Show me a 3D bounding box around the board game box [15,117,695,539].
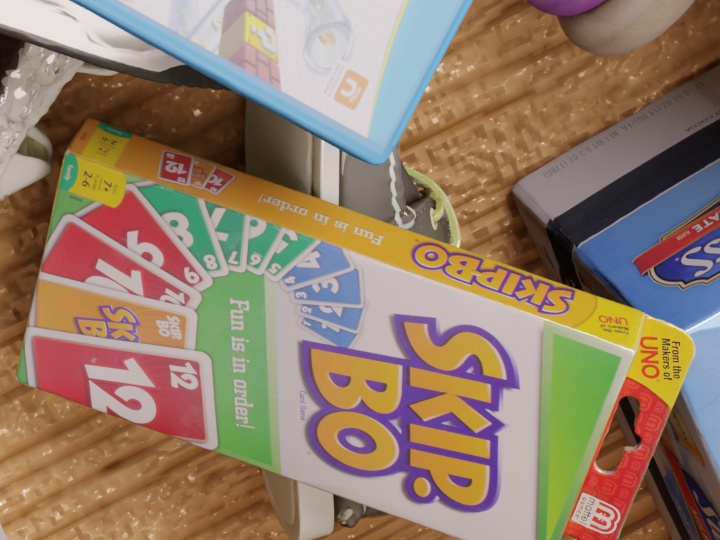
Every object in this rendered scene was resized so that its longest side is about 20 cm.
[{"bbox_3d":[-0.004,0.027,0.877,0.200,0.030,0.096,18,127,1],"label":"board game box"}]

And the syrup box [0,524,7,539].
[{"bbox_3d":[-0.199,0.049,0.870,0.081,0.079,0.200,-42,121,3],"label":"syrup box"}]

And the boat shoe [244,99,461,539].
[{"bbox_3d":[-0.001,-0.002,0.924,0.060,0.072,0.202,-9,124,-16],"label":"boat shoe"}]

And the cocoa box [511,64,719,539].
[{"bbox_3d":[0.164,0.040,0.967,0.133,0.131,0.200,-29,121,-5],"label":"cocoa box"}]

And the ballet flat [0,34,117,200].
[{"bbox_3d":[-0.103,-0.064,0.858,0.072,0.072,0.200,35,100,-30],"label":"ballet flat"}]

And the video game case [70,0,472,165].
[{"bbox_3d":[-0.030,-0.127,0.732,0.200,0.018,0.143,27,91,-43],"label":"video game case"}]

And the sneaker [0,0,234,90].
[{"bbox_3d":[-0.078,-0.128,0.759,0.200,0.084,0.121,15,110,-30],"label":"sneaker"}]

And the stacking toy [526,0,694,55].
[{"bbox_3d":[0.019,-0.147,0.862,0.200,0.085,0.085,28,103,-22],"label":"stacking toy"}]
